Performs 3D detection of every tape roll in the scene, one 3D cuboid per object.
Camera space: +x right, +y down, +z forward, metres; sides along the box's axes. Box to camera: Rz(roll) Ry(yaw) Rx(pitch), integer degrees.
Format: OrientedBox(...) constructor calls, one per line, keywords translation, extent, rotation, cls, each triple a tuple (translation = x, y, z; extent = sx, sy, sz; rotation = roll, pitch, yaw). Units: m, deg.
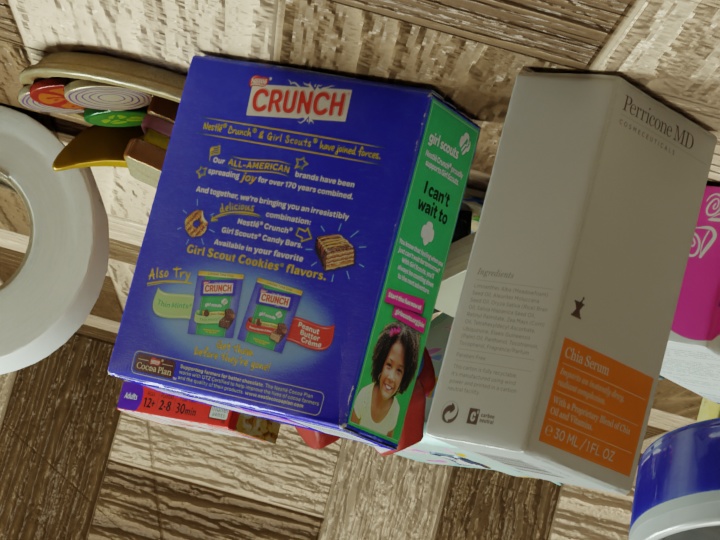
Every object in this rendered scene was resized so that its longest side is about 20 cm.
OrientedBox(translation=(-0.292, -0.024, 1.804), extent=(0.201, 0.204, 0.071), rotation=(14, 171, 6), cls="tape roll")

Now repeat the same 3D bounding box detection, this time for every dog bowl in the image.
OrientedBox(translation=(0.283, 0.177, 1.619), extent=(0.198, 0.079, 0.201), rotation=(8, 151, 4), cls="dog bowl")

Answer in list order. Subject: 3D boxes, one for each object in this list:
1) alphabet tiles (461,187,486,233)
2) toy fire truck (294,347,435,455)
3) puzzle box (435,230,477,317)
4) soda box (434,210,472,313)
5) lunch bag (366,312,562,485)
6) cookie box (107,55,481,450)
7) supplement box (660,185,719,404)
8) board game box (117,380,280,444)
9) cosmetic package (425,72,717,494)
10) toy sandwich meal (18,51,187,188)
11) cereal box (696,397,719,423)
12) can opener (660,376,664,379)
OrientedBox(translation=(0.078, -0.037, 1.707), extent=(0.165, 0.006, 0.200), rotation=(15, 172, 1), cls="alphabet tiles")
OrientedBox(translation=(-0.007, 0.045, 1.815), extent=(0.112, 0.201, 0.168), rotation=(-25, 177, -16), cls="toy fire truck")
OrientedBox(translation=(0.139, 0.009, 1.626), extent=(0.132, 0.026, 0.200), rotation=(-26, 150, 27), cls="puzzle box")
OrientedBox(translation=(0.000, 0.000, 1.599), extent=(0.063, 0.071, 0.200), rotation=(9, -167, 31), cls="soda box")
OrientedBox(translation=(0.111, 0.104, 1.945), extent=(0.169, 0.123, 0.200), rotation=(6, -156, 40), cls="lunch bag")
OrientedBox(translation=(-0.039, -0.013, 1.404), extent=(0.170, 0.202, 0.075), rotation=(11, 173, 29), cls="cookie box")
OrientedBox(translation=(0.231, 0.020, 1.483), extent=(0.103, 0.102, 0.200), rotation=(8, 169, 39), cls="supplement box")
OrientedBox(translation=(-0.092, 0.015, 1.688), extent=(0.046, 0.202, 0.151), rotation=(21, 169, -35), cls="board game box")
OrientedBox(translation=(0.113, 0.007, 1.253), extent=(0.071, 0.202, 0.101), rotation=(7, 169, 43), cls="cosmetic package")
OrientedBox(translation=(-0.135, -0.082, 1.570), extent=(0.204, 0.071, 0.205), rotation=(15, 172, 2), cls="toy sandwich meal")
OrientedBox(translation=(0.342, 0.106, 1.704), extent=(0.199, 0.145, 0.040), rotation=(18, 173, -14), cls="cereal box")
OrientedBox(translation=(0.219, 0.046, 1.807), extent=(0.078, 0.064, 0.199), rotation=(9, 170, 41), cls="can opener")
